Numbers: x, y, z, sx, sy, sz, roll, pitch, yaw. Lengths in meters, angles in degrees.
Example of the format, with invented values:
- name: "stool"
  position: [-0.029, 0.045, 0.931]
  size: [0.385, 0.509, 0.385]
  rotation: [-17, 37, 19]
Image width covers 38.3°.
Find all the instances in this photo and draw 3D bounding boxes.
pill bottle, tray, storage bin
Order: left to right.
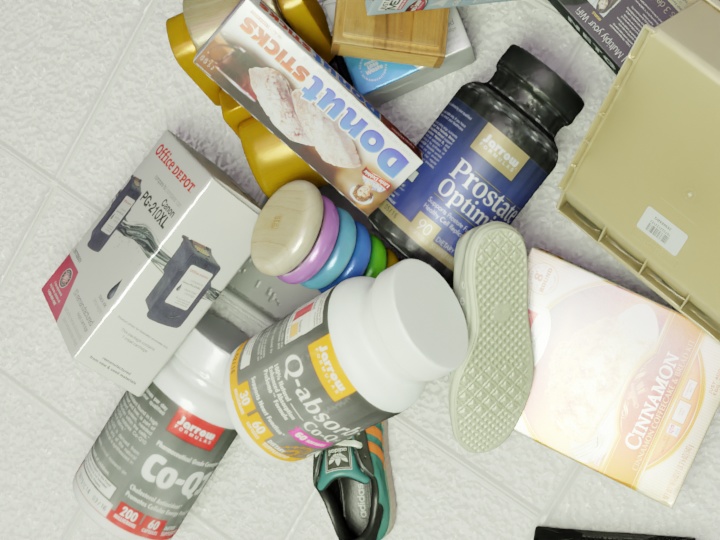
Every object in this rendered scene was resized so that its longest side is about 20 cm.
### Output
- name: "pill bottle"
  position: [-0.177, 0.147, 0.983]
  size: [0.113, 0.114, 0.202]
  rotation: [34, 97, 10]
- name: "pill bottle"
  position: [-0.014, 0.076, 0.864]
  size: [0.199, 0.116, 0.118]
  rotation: [-31, 83, 35]
- name: "tray"
  position: [0.033, -0.285, 0.900]
  size: [0.097, 0.037, 0.204]
  rotation: [6, 83, -5]
- name: "pill bottle"
  position: [0.105, -0.094, 0.922]
  size: [0.111, 0.112, 0.201]
  rotation: [39, 98, 9]
- name: "storage bin"
  position: [0.284, -0.076, 0.832]
  size: [0.200, 0.093, 0.200]
  rotation: [42, 138, 19]

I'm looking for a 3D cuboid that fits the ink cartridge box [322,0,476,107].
- name: "ink cartridge box"
  position: [0.018, -0.270, 0.963]
  size: [0.114, 0.067, 0.203]
  rotation: [-22, 85, 11]

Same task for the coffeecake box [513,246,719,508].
- name: "coffeecake box"
  position: [0.213, 0.089, 0.919]
  size: [0.197, 0.073, 0.156]
  rotation: [24, 96, 12]

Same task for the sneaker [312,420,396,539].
- name: "sneaker"
  position: [-0.011, 0.160, 0.963]
  size: [0.070, 0.080, 0.204]
  rotation: [-14, 87, 14]

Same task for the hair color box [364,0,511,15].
- name: "hair color box"
  position: [0.096, -0.279, 0.859]
  size: [0.196, 0.061, 0.101]
  rotation: [-9, 86, -12]

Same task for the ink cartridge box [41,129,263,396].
- name: "ink cartridge box"
  position: [-0.190, -0.012, 0.955]
  size: [0.201, 0.084, 0.145]
  rotation: [-51, 37, 2]

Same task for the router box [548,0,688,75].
- name: "router box"
  position: [0.282, -0.235, 0.913]
  size: [0.157, 0.052, 0.201]
  rotation: [-42, 82, 10]

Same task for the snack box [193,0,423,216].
- name: "snack box"
  position: [-0.041, -0.136, 0.866]
  size: [0.199, 0.024, 0.072]
  rotation: [40, 112, -19]

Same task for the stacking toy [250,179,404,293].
- name: "stacking toy"
  position: [0.000, 0.000, 0.924]
  size: [0.085, 0.199, 0.087]
  rotation: [-30, 45, 36]

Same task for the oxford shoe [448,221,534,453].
- name: "oxford shoe"
  position: [0.107, 0.056, 0.881]
  size: [0.074, 0.058, 0.204]
  rotation: [-3, 104, -15]

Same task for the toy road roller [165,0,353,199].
- name: "toy road roller"
  position: [-0.073, -0.156, 0.919]
  size: [0.121, 0.200, 0.148]
  rotation: [-20, 64, 11]

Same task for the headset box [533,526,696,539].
- name: "headset box"
  position: [0.224, 0.341, 0.916]
  size: [0.146, 0.077, 0.204]
  rotation: [0, 91, 13]
